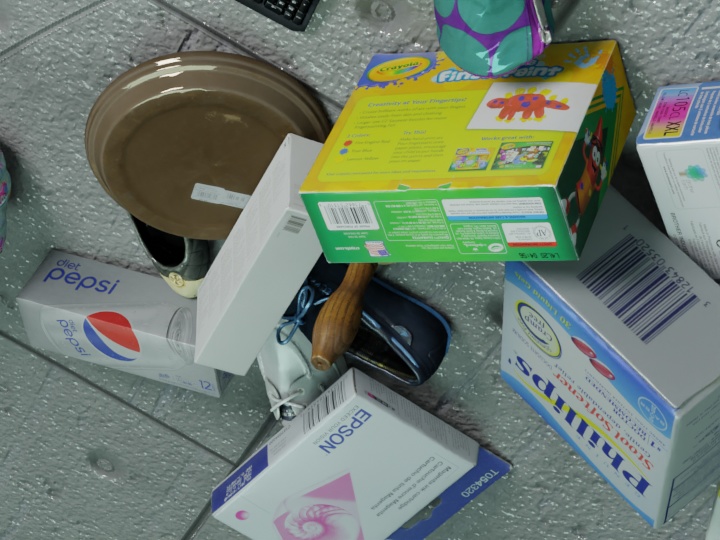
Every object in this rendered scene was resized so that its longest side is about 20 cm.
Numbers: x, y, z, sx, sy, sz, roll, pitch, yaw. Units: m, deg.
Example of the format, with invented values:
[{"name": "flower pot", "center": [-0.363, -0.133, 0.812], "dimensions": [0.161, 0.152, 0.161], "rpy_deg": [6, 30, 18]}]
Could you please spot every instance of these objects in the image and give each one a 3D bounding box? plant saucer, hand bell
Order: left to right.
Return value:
[{"name": "plant saucer", "center": [-0.120, -0.092, 1.687], "dimensions": [0.198, 0.030, 0.201], "rpy_deg": [-1, 138, 0]}, {"name": "hand bell", "center": [0.000, 0.000, 1.637], "dimensions": [0.103, 0.201, 0.105], "rpy_deg": [14, 139, 13]}]

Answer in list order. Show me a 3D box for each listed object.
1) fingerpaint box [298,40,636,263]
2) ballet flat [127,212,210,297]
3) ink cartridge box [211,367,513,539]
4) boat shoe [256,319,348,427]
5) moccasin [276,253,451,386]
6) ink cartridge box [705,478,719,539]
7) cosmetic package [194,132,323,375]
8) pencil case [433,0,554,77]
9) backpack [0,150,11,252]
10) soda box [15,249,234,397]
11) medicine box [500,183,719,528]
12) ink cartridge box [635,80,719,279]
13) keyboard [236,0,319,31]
[{"name": "fingerpaint box", "center": [0.080, -0.084, 1.533], "dimensions": [0.199, 0.167, 0.074], "rpy_deg": [-1, 132, 26]}, {"name": "ballet flat", "center": [-0.178, -0.049, 1.786], "dimensions": [0.066, 0.057, 0.201], "rpy_deg": [2, 134, 26]}, {"name": "ink cartridge box", "center": [0.003, 0.197, 1.890], "dimensions": [0.199, 0.043, 0.196], "rpy_deg": [33, 120, -27]}, {"name": "boat shoe", "center": [-0.051, 0.112, 1.882], "dimensions": [0.071, 0.069, 0.201], "rpy_deg": [0, 134, 26]}, {"name": "moccasin", "center": [-0.021, 0.033, 1.784], "dimensions": [0.199, 0.068, 0.081], "rpy_deg": [21, 140, 8]}, {"name": "ink cartridge box", "center": [0.368, 0.159, 1.707], "dimensions": [0.144, 0.084, 0.201], "rpy_deg": [16, 139, 11]}, {"name": "cosmetic package", "center": [-0.075, -0.010, 1.696], "dimensions": [0.050, 0.083, 0.200], "rpy_deg": [15, 136, -19]}, {"name": "pencil case", "center": [0.090, -0.232, 1.436], "dimensions": [0.092, 0.085, 0.201], "rpy_deg": [23, 143, 28]}, {"name": "backpack", "center": [-0.399, -0.064, 1.813], "dimensions": [0.198, 0.167, 0.127], "rpy_deg": [14, 134, 4]}, {"name": "soda box", "center": [-0.200, 0.046, 1.879], "dimensions": [0.199, 0.068, 0.064], "rpy_deg": [15, 139, 21]}, {"name": "medicine box", "center": [0.202, 0.065, 1.596], "dimensions": [0.182, 0.103, 0.200], "rpy_deg": [45, 160, 24]}, {"name": "ink cartridge box", "center": [0.313, -0.066, 1.504], "dimensions": [0.199, 0.077, 0.137], "rpy_deg": [-1, 133, 30]}, {"name": "keyboard", "center": [-0.119, -0.244, 1.565], "dimensions": [0.199, 0.040, 0.104], "rpy_deg": [27, 140, -3]}]
